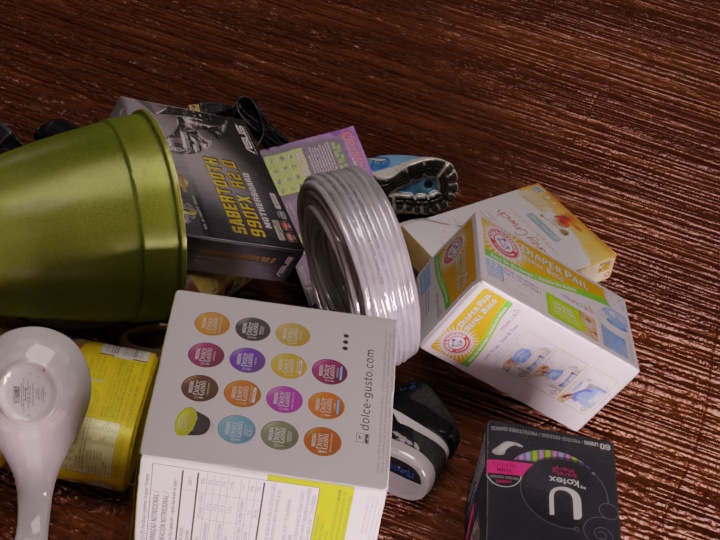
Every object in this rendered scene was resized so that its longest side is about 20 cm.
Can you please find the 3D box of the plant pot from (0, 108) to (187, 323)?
[{"bbox_3d":[-0.280,-0.038,1.391,0.191,0.202,0.201,-8,42,-22],"label":"plant pot"}]

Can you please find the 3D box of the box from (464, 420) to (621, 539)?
[{"bbox_3d":[0.156,0.243,1.312,0.121,0.107,0.201,9,39,-2],"label":"box"}]

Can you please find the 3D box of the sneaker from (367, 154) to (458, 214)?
[{"bbox_3d":[0.007,-0.091,1.727,0.197,0.079,0.090,-4,14,-10],"label":"sneaker"}]

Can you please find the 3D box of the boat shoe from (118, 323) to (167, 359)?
[{"bbox_3d":[-0.138,0.076,1.475,0.198,0.065,0.072,-8,42,-22],"label":"boat shoe"}]

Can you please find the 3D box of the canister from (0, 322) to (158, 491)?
[{"bbox_3d":[-0.292,0.118,1.371,0.197,0.087,0.149,11,38,-2],"label":"canister"}]

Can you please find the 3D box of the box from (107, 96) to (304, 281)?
[{"bbox_3d":[-0.161,-0.084,1.550,0.157,0.048,0.201,9,41,-37],"label":"box"}]

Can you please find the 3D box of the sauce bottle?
[{"bbox_3d":[-0.144,-0.005,1.570,0.066,0.067,0.200,27,35,18],"label":"sauce bottle"}]

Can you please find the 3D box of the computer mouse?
[{"bbox_3d":[-0.178,-0.158,1.766,0.198,0.046,0.141,-16,47,-30],"label":"computer mouse"}]

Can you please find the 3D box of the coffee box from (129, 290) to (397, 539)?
[{"bbox_3d":[-0.082,0.167,1.271,0.195,0.202,0.201,8,38,-2],"label":"coffee box"}]

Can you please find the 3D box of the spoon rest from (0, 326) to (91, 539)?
[{"bbox_3d":[-0.279,0.149,1.284,0.098,0.203,0.061,3,-2,-4],"label":"spoon rest"}]

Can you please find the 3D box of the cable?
[{"bbox_3d":[0.000,0.000,1.452,0.068,0.202,0.200,-17,8,-13],"label":"cable"}]

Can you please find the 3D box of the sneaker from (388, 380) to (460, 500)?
[{"bbox_3d":[0.001,0.132,1.446,0.199,0.074,0.112,32,39,12],"label":"sneaker"}]

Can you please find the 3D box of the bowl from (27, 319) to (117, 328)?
[{"bbox_3d":[-0.292,-0.040,1.559,0.198,0.091,0.202,7,38,-5],"label":"bowl"}]

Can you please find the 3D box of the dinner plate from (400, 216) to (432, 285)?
[{"bbox_3d":[0.105,0.011,1.648,0.197,0.024,0.201,6,39,-5],"label":"dinner plate"}]

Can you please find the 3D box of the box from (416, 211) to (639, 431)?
[{"bbox_3d":[0.162,0.051,1.491,0.199,0.101,0.113,28,33,-22],"label":"box"}]

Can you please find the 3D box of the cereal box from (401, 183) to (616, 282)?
[{"bbox_3d":[0.159,-0.020,1.650,0.198,0.040,0.144,-18,48,-32],"label":"cereal box"}]

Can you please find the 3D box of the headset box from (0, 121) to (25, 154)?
[{"bbox_3d":[-0.430,-0.096,1.513,0.174,0.093,0.200,39,84,30],"label":"headset box"}]

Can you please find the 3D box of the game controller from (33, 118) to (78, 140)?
[{"bbox_3d":[-0.249,-0.103,1.609,0.199,0.042,0.104,24,9,-32],"label":"game controller"}]

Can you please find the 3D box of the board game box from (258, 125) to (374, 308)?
[{"bbox_3d":[-0.030,-0.055,1.620,0.119,0.032,0.202,-17,63,-9],"label":"board game box"}]
